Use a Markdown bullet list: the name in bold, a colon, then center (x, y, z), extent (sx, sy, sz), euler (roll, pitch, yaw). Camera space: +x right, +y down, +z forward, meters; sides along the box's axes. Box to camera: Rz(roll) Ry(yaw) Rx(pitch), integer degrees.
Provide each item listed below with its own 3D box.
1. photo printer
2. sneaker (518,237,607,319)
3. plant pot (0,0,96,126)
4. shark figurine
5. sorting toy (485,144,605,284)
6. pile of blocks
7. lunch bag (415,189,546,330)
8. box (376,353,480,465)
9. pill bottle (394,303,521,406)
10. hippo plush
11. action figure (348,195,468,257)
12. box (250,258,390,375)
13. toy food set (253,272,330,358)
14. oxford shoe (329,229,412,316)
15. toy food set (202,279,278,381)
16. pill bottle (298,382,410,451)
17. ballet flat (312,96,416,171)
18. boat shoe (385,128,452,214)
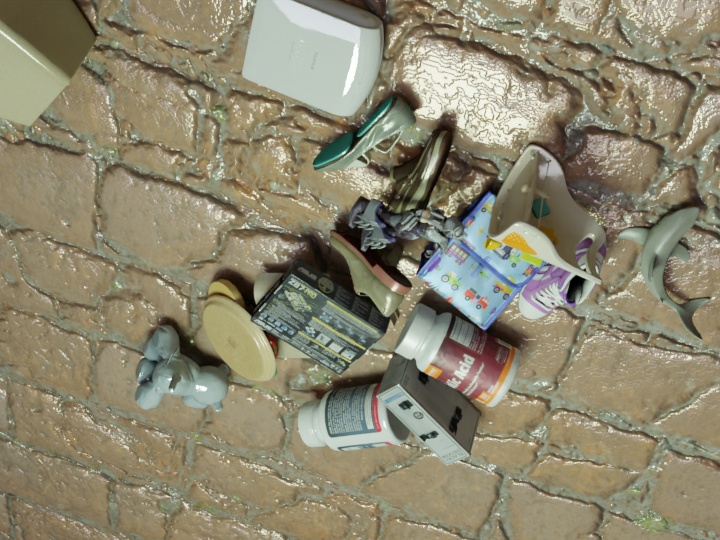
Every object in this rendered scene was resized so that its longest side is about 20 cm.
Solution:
- **photo printer**: center (-0.068, -0.329, 1.396), extent (0.199, 0.070, 0.167), euler (23, 129, 3)
- **sneaker**: center (0.314, 0.031, 1.500), extent (0.072, 0.114, 0.201), euler (30, 130, -6)
- **plant pot**: center (-0.543, -0.353, 1.480), extent (0.200, 0.200, 0.177), euler (-32, 121, 34)
- **shark figurine**: center (0.467, 0.010, 1.449), extent (0.128, 0.090, 0.215), euler (-4, 122, 23)
- **sorting toy**: center (0.290, -0.059, 1.393), extent (0.180, 0.200, 0.107), euler (29, 132, -8)
- **pile of blocks**: center (0.026, 0.029, 1.632), extent (0.082, 0.062, 0.201), euler (11, 127, 12)
- **lunch bag**: center (0.213, -0.031, 1.521), extent (0.150, 0.094, 0.200), euler (38, 116, -8)
- **box**: center (0.128, 0.250, 1.723), extent (0.200, 0.117, 0.060), euler (45, 127, -16)
- **pill bottle**: center (0.168, 0.145, 1.633), extent (0.199, 0.114, 0.114), euler (27, 129, -2)
- **hippo plush**: center (-0.341, 0.199, 1.862), extent (0.160, 0.160, 0.200), euler (16, 153, -32)
- **action figure**: center (0.080, -0.064, 1.451), extent (0.199, 0.070, 0.130), euler (7, 156, 37)
- **box**: center (-0.073, 0.086, 1.645), extent (0.200, 0.049, 0.161), euler (32, 135, -12)
- **toy food set**: center (-0.104, 0.086, 1.731), extent (0.143, 0.061, 0.201), euler (0, 132, 17)
- **oxford shoe**: center (0.000, 0.000, 1.554), extent (0.070, 0.200, 0.075), euler (13, 113, -44)
- **toy food set**: center (-0.227, 0.124, 1.765), extent (0.200, 0.049, 0.198), euler (41, 145, 16)
- **pill bottle**: center (-0.014, 0.284, 1.797), extent (0.199, 0.120, 0.120), euler (-12, 120, 26)
- **ballet flat**: center (0.007, -0.197, 1.472), extent (0.064, 0.068, 0.200), euler (40, 128, -22)
- **boat shoe**: center (0.080, -0.144, 1.480), extent (0.075, 0.075, 0.203), euler (27, 130, 7)
